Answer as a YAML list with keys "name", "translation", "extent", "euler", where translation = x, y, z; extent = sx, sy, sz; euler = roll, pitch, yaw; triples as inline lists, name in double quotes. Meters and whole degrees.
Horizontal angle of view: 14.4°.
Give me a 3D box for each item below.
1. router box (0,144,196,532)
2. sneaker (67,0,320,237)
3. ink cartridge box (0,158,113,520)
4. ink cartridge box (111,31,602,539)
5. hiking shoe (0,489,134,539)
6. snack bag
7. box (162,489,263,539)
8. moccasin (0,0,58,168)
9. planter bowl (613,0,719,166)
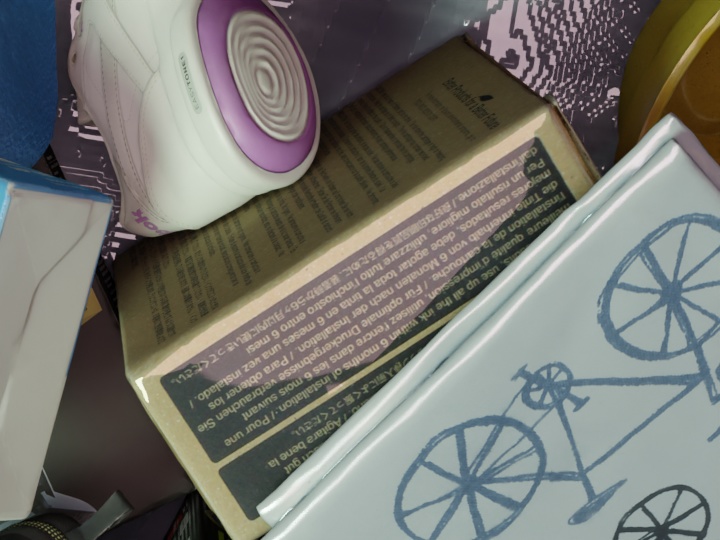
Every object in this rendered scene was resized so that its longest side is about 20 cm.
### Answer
- name: "router box"
  translation: [-0.181, 0.049, 1.062]
  extent: [0.199, 0.052, 0.158]
  euler: [-24, 95, -1]
- name: "sneaker"
  translation: [-0.081, -0.107, 1.032]
  extent: [0.075, 0.099, 0.201]
  euler: [7, 61, -42]
- name: "ink cartridge box"
  translation: [-0.193, -0.001, 0.972]
  extent: [0.199, 0.067, 0.117]
  euler: [19, 97, 27]
- name: "ink cartridge box"
  translation: [0.000, 0.000, 0.993]
  extent: [0.164, 0.200, 0.075]
  euler: [-32, 102, 1]
- name: "hiking shoe"
  translation: [-0.127, 0.148, 1.022]
  extent: [0.100, 0.200, 0.076]
  euler: [-26, 73, -27]
- name: "snack bag"
  translation: [0.091, 0.068, 0.933]
  extent: [0.189, 0.021, 0.200]
  euler: [-45, 127, 8]
- name: "box"
  translation: [-0.077, 0.169, 1.004]
  extent: [0.044, 0.200, 0.161]
  euler: [29, 94, -6]
- name: "moccasin"
  translation: [-0.151, -0.131, 1.022]
  extent: [0.068, 0.080, 0.201]
  euler: [-8, 68, 24]
- name: "planter bowl"
  translation: [0.156, -0.059, 1.038]
  extent: [0.199, 0.083, 0.202]
  euler: [-17, 127, -24]
